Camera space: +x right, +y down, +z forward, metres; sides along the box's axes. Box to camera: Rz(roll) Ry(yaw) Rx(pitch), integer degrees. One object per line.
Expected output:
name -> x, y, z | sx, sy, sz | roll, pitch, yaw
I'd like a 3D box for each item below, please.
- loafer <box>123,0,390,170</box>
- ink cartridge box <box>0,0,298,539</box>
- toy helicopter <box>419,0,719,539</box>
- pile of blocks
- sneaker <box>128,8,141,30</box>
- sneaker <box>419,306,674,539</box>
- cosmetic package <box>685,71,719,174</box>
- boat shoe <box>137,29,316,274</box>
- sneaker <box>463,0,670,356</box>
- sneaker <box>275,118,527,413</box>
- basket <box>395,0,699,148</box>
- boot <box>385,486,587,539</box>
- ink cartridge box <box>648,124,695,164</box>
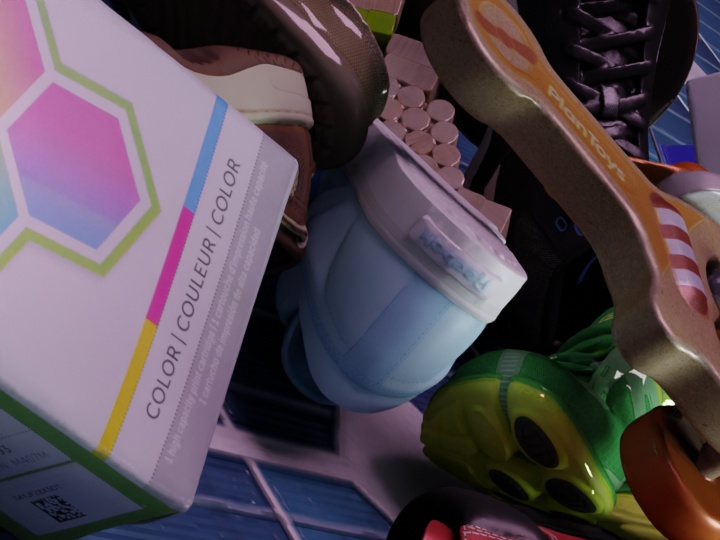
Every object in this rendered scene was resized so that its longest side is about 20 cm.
loafer -> -0.049, -0.115, 0.881 | 0.067, 0.076, 0.200 | -27, 61, -28
ink cartridge box -> -0.112, -0.031, 0.604 | 0.200, 0.059, 0.104 | 39, 51, -31
toy helicopter -> 0.092, -0.018, 0.853 | 0.200, 0.079, 0.132 | 48, 29, -15
pile of blocks -> 0.000, -0.050, 1.038 | 0.062, 0.082, 0.200 | 100, -21, -52
sneaker -> -0.052, -0.122, 1.003 | 0.071, 0.073, 0.200 | 22, 30, -44
sneaker -> 0.080, 0.047, 0.933 | 0.074, 0.084, 0.200 | 16, -4, 24
cosmetic package -> 0.196, 0.014, 1.011 | 0.081, 0.113, 0.201 | 49, 35, -56
boat shoe -> -0.076, -0.026, 0.739 | 0.202, 0.075, 0.075 | -1, 81, -53
sneaker -> 0.097, -0.058, 1.019 | 0.073, 0.201, 0.112 | 5, 23, -24
sneaker -> 0.000, 0.000, 0.878 | 0.074, 0.082, 0.200 | 43, 5, -4
basket -> 0.063, -0.143, 1.156 | 0.136, 0.181, 0.200 | 16, 29, -25
boot -> 0.090, 0.117, 0.748 | 0.144, 0.073, 0.200 | 21, 1, -32
ink cartridge box -> 0.167, 0.022, 1.164 | 0.200, 0.039, 0.100 | 68, 8, -48
